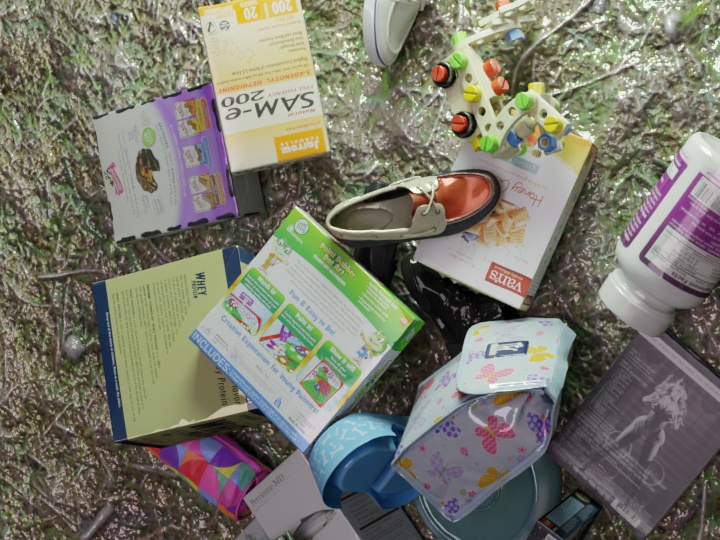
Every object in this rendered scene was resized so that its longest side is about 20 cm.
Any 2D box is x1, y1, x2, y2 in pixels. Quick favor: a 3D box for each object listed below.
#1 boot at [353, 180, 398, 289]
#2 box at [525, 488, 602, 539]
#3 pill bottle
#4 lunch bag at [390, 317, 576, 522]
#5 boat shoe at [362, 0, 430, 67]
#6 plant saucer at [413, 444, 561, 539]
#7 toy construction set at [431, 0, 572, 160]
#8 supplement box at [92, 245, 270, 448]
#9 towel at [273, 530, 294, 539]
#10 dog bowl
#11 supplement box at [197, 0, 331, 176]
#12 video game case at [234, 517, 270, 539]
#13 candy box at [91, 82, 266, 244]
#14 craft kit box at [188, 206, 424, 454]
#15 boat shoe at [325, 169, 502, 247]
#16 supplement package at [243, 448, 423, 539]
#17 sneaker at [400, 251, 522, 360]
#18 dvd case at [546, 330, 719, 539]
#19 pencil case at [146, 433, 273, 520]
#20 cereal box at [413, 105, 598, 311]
[{"bbox_3d":[0.001,0.000,1.673,0.164,0.065,0.203,178,99,-67],"label":"boot"},{"bbox_3d":[0.189,0.351,1.578,0.038,0.136,0.202,34,110,19],"label":"box"},{"bbox_3d":[0.337,-0.033,1.468,0.112,0.112,0.201,40,113,19],"label":"pill bottle"},{"bbox_3d":[0.142,0.142,1.519,0.127,0.170,0.200,45,119,-10],"label":"lunch bag"},{"bbox_3d":[0.055,-0.333,1.616,0.069,0.071,0.203,15,96,29],"label":"boat shoe"},{"bbox_3d":[0.140,0.250,1.657,0.198,0.027,0.203,4,98,29],"label":"plant saucer"},{"bbox_3d":[0.154,-0.205,1.530,0.131,0.092,0.202,-31,57,35],"label":"toy construction set"},{"bbox_3d":[-0.199,0.098,1.720,0.197,0.134,0.203,-15,77,15],"label":"supplement box"},{"bbox_3d":[-0.089,0.403,1.695,0.153,0.023,0.200,57,147,8],"label":"towel"},{"bbox_3d":[0.019,0.214,1.599,0.112,0.199,0.050,-54,54,18],"label":"dog bowl"},{"bbox_3d":[-0.114,-0.224,1.688,0.124,0.074,0.203,-12,90,-1],"label":"supplement box"},{"bbox_3d":[-0.122,0.404,1.784,0.144,0.018,0.200,54,137,14],"label":"video game case"},{"bbox_3d":[-0.234,-0.135,1.793,0.198,0.071,0.170,-11,91,29],"label":"candy box"},{"bbox_3d":[-0.063,0.067,1.587,0.200,0.048,0.198,43,98,19],"label":"craft kit box"},{"bbox_3d":[0.059,-0.070,1.557,0.197,0.063,0.072,-13,77,13],"label":"boat shoe"},{"bbox_3d":[-0.025,0.314,1.703,0.117,0.117,0.201,-43,75,28],"label":"supplement package"},{"bbox_3d":[0.136,0.048,1.620,0.104,0.060,0.201,-34,84,27],"label":"sneaker"},{"bbox_3d":[0.317,0.175,1.555,0.148,0.016,0.201,41,112,18],"label":"dvd case"},{"bbox_3d":[-0.205,0.236,1.814,0.199,0.088,0.089,35,111,19],"label":"pencil case"},{"bbox_3d":[0.162,-0.074,1.576,0.143,0.039,0.202,24,92,23],"label":"cereal box"}]
